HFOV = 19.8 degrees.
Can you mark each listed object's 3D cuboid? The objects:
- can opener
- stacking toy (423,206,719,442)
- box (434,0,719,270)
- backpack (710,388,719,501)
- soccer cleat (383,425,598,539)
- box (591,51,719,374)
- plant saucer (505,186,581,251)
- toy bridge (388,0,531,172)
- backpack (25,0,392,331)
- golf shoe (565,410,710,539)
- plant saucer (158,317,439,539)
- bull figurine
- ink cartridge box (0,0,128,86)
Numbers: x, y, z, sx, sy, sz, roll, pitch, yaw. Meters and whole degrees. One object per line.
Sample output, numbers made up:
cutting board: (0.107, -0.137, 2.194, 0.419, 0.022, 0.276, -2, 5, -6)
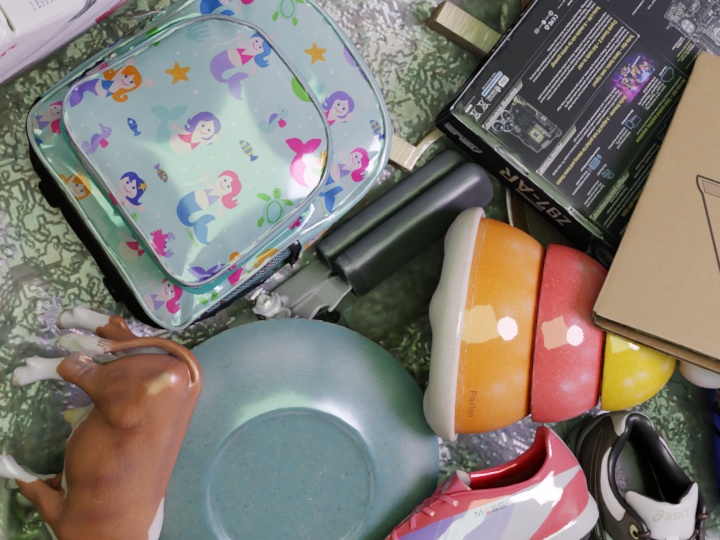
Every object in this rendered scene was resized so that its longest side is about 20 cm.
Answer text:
can opener: (0.000, 0.000, 1.313, 0.200, 0.053, 0.066, -41, 127, -8)
stacking toy: (0.144, 0.044, 1.264, 0.200, 0.146, 0.146, 7, 87, 6)
box: (0.169, -0.120, 1.308, 0.160, 0.044, 0.200, 39, 77, -5)
backpack: (0.309, 0.081, 1.293, 0.168, 0.163, 0.200, -5, 101, -12)
soccer cleat: (0.047, 0.165, 1.268, 0.200, 0.068, 0.073, -25, 111, -7)
box: (0.247, -0.024, 1.232, 0.163, 0.021, 0.200, 21, 63, 10)
plant saucer: (0.189, -0.050, 1.353, 0.200, 0.034, 0.200, 0, 89, -10)
toy bridge: (0.076, -0.150, 1.336, 0.067, 0.027, 0.200, 31, 83, -9)
backpack: (-0.085, -0.079, 1.248, 0.200, 0.151, 0.178, -34, 91, -14)
golf shoe: (0.184, 0.182, 1.293, 0.078, 0.094, 0.200, -17, 75, -18)
plant saucer: (-0.045, 0.130, 1.274, 0.201, 0.039, 0.201, -3, 105, -10)
bull figurine: (-0.158, 0.121, 1.233, 0.121, 0.065, 0.200, 26, 105, 15)
ink cartridge box: (-0.216, -0.154, 1.171, 0.145, 0.200, 0.084, -31, 96, 29)
